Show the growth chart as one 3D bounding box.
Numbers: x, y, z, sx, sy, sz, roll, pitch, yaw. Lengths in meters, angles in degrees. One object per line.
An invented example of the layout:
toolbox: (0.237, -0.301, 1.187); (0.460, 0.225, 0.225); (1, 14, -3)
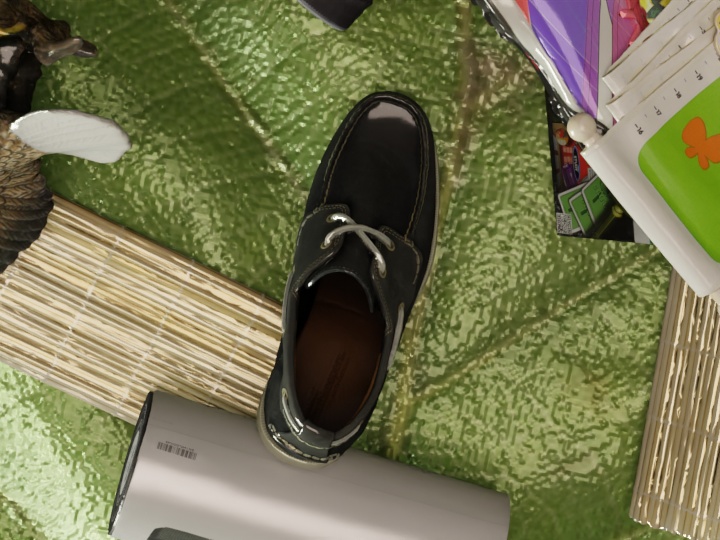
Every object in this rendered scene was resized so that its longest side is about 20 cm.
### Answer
growth chart: (0.193, -0.088, 1.287); (0.145, 0.018, 0.200); (40, 82, -12)

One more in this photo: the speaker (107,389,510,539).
speaker: (-0.025, 0.126, 1.414); (0.200, 0.081, 0.081); (17, 102, -8)

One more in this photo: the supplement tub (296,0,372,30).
supplement tub: (0.031, -0.214, 1.339); (0.107, 0.107, 0.200); (40, 101, -5)

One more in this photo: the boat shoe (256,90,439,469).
boat shoe: (0.000, 0.000, 1.376); (0.072, 0.068, 0.200); (16, 74, -1)

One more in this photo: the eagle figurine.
eagle figurine: (-0.223, -0.057, 1.377); (0.152, 0.151, 0.200); (38, 90, -15)

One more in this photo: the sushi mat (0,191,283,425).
sushi mat: (-0.111, 0.036, 1.444); (0.200, 0.012, 0.096); (26, 102, -3)

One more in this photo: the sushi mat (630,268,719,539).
sushi mat: (0.197, 0.047, 1.403); (0.096, 0.012, 0.201); (16, 104, 32)

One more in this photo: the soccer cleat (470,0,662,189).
soccer cleat: (0.115, -0.108, 1.301); (0.073, 0.068, 0.200); (-37, 101, 3)

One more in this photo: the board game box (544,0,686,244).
board game box: (0.133, -0.113, 1.364); (0.105, 0.023, 0.201); (5, 106, 46)
